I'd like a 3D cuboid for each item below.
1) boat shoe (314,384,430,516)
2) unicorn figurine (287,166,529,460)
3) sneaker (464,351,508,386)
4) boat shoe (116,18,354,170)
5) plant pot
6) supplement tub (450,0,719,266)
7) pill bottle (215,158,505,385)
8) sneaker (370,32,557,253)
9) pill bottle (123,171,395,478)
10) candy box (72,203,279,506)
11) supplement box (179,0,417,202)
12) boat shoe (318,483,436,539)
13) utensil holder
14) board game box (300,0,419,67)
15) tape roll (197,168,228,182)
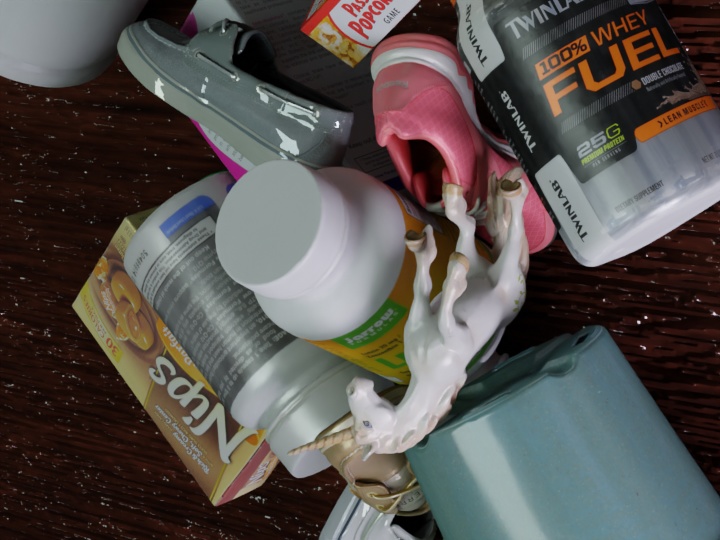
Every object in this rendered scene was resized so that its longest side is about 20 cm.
[{"bbox_3d":[0.024,0.127,1.484,0.074,0.200,0.069,-33,75,5],"label":"boat shoe"},{"bbox_3d":[0.050,0.028,1.342,0.074,0.200,0.138,29,135,36],"label":"unicorn figurine"},{"bbox_3d":[0.075,0.078,1.553,0.071,0.073,0.200,-33,65,7],"label":"sneaker"},{"bbox_3d":[-0.078,-0.127,1.481,0.201,0.070,0.072,36,110,30],"label":"boat shoe"},{"bbox_3d":[0.134,0.153,1.400,0.200,0.200,0.196,-27,94,47],"label":"plant pot"},{"bbox_3d":[0.139,-0.114,1.364,0.122,0.122,0.200,-38,79,46],"label":"supplement tub"},{"bbox_3d":[0.000,0.000,1.420,0.111,0.200,0.111,-13,66,32],"label":"pill bottle"},{"bbox_3d":[0.059,-0.059,1.434,0.074,0.087,0.200,-12,137,31],"label":"sneaker"},{"bbox_3d":[-0.067,0.039,1.568,0.200,0.114,0.114,52,135,17],"label":"pill bottle"},{"bbox_3d":[-0.125,0.062,1.678,0.200,0.055,0.116,52,135,16],"label":"candy box"},{"bbox_3d":[-0.036,-0.107,1.558,0.200,0.103,0.101,52,135,15],"label":"supplement box"},{"bbox_3d":[0.021,0.183,1.634,0.067,0.073,0.201,38,128,32],"label":"boat shoe"},{"bbox_3d":[-0.211,-0.259,1.626,0.170,0.170,0.200,55,134,13],"label":"utensil holder"},{"bbox_3d":[0.052,-0.237,1.384,0.046,0.152,0.200,34,136,-14],"label":"board game box"},{"bbox_3d":[-0.062,0.017,1.673,0.200,0.048,0.201,19,118,39],"label":"tape roll"}]
